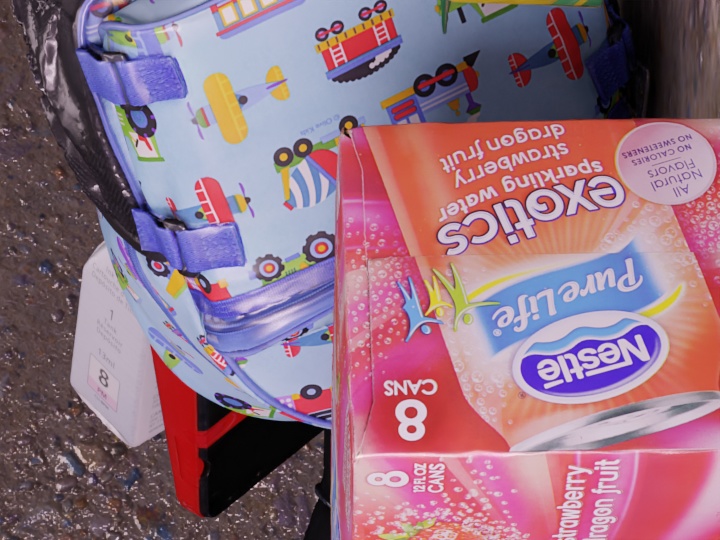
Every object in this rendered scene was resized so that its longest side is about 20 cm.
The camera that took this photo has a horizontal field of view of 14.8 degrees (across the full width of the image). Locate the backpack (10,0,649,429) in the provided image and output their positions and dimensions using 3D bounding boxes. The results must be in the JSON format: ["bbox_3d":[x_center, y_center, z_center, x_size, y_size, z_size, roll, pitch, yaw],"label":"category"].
[{"bbox_3d":[0.003,-0.034,0.866,0.135,0.182,0.200,-131,23,-61],"label":"backpack"}]

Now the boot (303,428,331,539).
[{"bbox_3d":[0.000,0.113,1.087,0.198,0.073,0.163,74,-146,-73],"label":"boot"}]

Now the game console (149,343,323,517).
[{"bbox_3d":[0.000,0.000,1.105,0.031,0.200,0.177,45,159,20],"label":"game console"}]

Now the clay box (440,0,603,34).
[{"bbox_3d":[0.054,-0.147,0.685,0.200,0.048,0.115,114,156,-69],"label":"clay box"}]

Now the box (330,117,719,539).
[{"bbox_3d":[0.042,0.052,0.726,0.200,0.100,0.096,93,176,-60],"label":"box"}]

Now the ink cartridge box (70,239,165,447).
[{"bbox_3d":[-0.031,-0.040,1.076,0.057,0.163,0.200,39,141,28],"label":"ink cartridge box"}]
